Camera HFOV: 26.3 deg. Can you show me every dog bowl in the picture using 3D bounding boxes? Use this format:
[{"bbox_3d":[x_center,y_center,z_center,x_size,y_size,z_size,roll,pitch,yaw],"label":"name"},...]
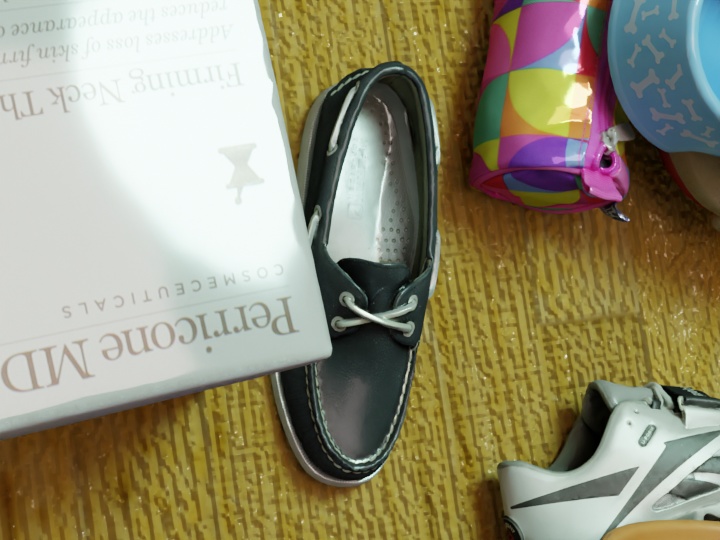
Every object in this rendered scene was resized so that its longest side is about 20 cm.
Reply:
[{"bbox_3d":[0.210,-0.090,0.753,0.199,0.049,0.112,29,79,-26],"label":"dog bowl"}]

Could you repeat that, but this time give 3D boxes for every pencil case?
[{"bbox_3d":[0.109,-0.125,0.785,0.088,0.088,0.202,12,76,-21],"label":"pencil case"}]

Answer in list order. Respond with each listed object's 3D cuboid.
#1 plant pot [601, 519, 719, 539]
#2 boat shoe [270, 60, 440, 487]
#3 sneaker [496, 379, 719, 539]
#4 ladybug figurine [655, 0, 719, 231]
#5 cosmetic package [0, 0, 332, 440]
[{"bbox_3d":[0.188,0.200,0.642,0.198,0.200,0.141,7,95,-22],"label":"plant pot"},{"bbox_3d":[0.000,0.000,0.729,0.075,0.060,0.202,2,80,-23],"label":"boat shoe"},{"bbox_3d":[0.158,0.086,0.774,0.199,0.074,0.089,-25,88,-22],"label":"sneaker"},{"bbox_3d":[0.204,-0.119,0.819,0.135,0.072,0.202,17,84,-31],"label":"ladybug figurine"},{"bbox_3d":[-0.132,-0.038,0.622,0.166,0.166,0.202,-12,87,-24],"label":"cosmetic package"}]
